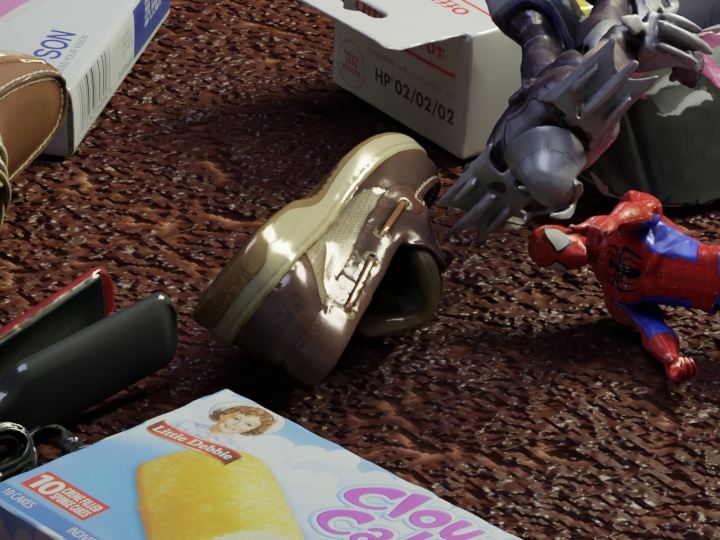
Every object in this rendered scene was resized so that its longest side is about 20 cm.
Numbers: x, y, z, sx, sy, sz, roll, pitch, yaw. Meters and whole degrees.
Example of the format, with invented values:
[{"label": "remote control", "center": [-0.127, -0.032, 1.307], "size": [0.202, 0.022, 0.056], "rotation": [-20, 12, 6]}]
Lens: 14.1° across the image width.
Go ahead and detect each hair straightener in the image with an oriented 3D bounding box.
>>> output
[{"label": "hair straightener", "center": [-0.135, 0.056, 1.095], "size": [0.077, 0.041, 0.200], "rotation": [19, 31, 32]}]

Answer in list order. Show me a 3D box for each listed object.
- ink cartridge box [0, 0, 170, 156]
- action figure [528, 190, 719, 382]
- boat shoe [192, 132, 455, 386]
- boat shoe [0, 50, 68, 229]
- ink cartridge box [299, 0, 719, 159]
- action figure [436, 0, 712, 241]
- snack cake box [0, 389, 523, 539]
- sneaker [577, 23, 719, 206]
[{"label": "ink cartridge box", "center": [-0.214, -0.120, 1.456], "size": [0.200, 0.043, 0.196], "rotation": [7, 27, 7]}, {"label": "action figure", "center": [0.156, 0.013, 1.172], "size": [0.200, 0.065, 0.099], "rotation": [12, 19, 20]}, {"label": "boat shoe", "center": [0.000, 0.000, 1.208], "size": [0.072, 0.072, 0.200], "rotation": [39, 22, 6]}, {"label": "boat shoe", "center": [-0.184, -0.031, 1.247], "size": [0.072, 0.076, 0.200], "rotation": [20, 40, 26]}, {"label": "ink cartridge box", "center": [0.065, -0.114, 1.428], "size": [0.200, 0.068, 0.115], "rotation": [-15, 30, -31]}, {"label": "action figure", "center": [0.093, -0.080, 1.236], "size": [0.130, 0.069, 0.200], "rotation": [-32, 24, 27]}, {"label": "snack cake box", "center": [-0.017, 0.117, 0.947], "size": [0.200, 0.067, 0.115], "rotation": [24, 35, 38]}, {"label": "sneaker", "center": [0.169, -0.079, 1.379], "size": [0.200, 0.080, 0.086], "rotation": [-15, 8, -28]}]
